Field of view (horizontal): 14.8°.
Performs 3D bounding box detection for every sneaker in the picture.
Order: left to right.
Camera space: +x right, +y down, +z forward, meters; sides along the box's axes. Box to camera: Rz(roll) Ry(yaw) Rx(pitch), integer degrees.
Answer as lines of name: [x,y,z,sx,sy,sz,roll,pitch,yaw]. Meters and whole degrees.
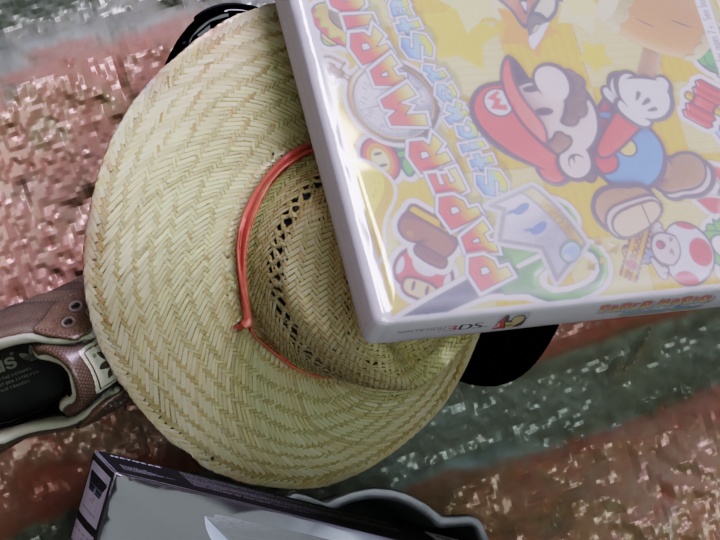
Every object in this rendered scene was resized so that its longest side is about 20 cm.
sneaker: [-0.093,0.030,1.092,0.200,0.076,0.070,-25,111,-1]

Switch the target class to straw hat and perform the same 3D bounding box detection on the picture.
straw hat: [0.000,0.000,1.058,0.201,0.085,0.201,-9,107,-30]

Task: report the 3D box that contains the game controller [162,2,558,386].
game controller: [0.001,-0.029,1.142,0.200,0.042,0.104,25,89,-15]

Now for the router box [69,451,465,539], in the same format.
router box: [-0.026,0.171,1.070,0.200,0.052,0.157,16,92,-15]

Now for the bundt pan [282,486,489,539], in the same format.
bundt pan: [-0.015,0.182,1.140,0.202,0.076,0.202,-1,96,-15]

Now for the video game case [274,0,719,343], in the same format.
video game case: [0.064,-0.074,1.045,0.182,0.023,0.200,-6,66,-21]
